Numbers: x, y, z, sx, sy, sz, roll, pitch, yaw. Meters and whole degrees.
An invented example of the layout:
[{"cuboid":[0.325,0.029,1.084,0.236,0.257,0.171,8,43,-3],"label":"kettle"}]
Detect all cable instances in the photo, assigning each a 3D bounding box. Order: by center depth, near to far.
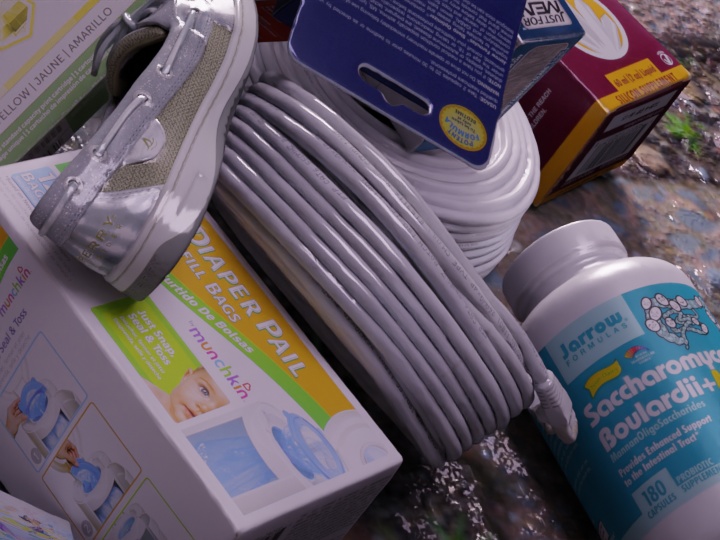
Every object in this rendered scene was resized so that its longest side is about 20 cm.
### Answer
[{"cuboid":[0.000,0.000,1.013,0.200,0.069,0.200,45,-6,48],"label":"cable"},{"cuboid":[0.012,-0.083,1.202,0.199,0.069,0.201,29,37,-11],"label":"cable"}]

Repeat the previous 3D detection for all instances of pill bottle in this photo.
[{"cuboid":[0.149,0.071,1.114,0.110,0.111,0.201,-1,50,-41],"label":"pill bottle"}]

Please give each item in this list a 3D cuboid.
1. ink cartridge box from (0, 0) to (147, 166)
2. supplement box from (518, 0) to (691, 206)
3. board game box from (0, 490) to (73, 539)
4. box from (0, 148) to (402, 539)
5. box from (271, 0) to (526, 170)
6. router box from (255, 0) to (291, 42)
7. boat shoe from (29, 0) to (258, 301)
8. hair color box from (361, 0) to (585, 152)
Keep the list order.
[{"cuboid":[-0.200,-0.147,1.040,0.200,0.146,0.048,44,-7,7],"label":"ink cartridge box"},{"cuboid":[0.092,-0.149,1.328,0.200,0.086,0.110,48,38,14],"label":"supplement box"},{"cuboid":[-0.202,0.085,0.810,0.199,0.034,0.134,27,1,-14],"label":"board game box"},{"cuboid":[-0.097,0.051,0.936,0.112,0.102,0.200,-18,62,-49],"label":"box"},{"cuboid":[0.028,-0.152,1.040,0.121,0.032,0.201,29,57,-23],"label":"box"},{"cuboid":[-0.083,-0.218,1.116,0.049,0.178,0.201,34,61,-55],"label":"router box"},{"cuboid":[-0.093,-0.074,0.930,0.065,0.074,0.203,29,42,-18],"label":"boat shoe"},{"cuboid":[0.025,-0.174,1.153,0.060,0.100,0.201,-12,66,-47],"label":"hair color box"}]
